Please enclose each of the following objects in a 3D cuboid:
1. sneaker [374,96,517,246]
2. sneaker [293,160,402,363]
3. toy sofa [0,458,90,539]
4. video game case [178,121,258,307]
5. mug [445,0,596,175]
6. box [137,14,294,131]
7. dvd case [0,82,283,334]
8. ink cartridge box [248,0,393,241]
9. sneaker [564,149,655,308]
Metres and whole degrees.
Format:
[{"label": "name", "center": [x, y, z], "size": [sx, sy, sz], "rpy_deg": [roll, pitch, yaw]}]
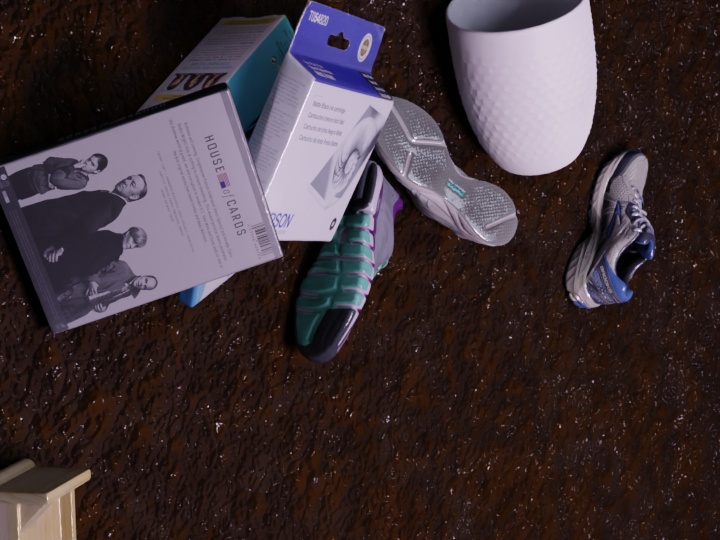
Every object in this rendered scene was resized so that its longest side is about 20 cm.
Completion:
[{"label": "sneaker", "center": [0.066, -0.092, 1.685], "size": [0.200, 0.080, 0.071], "rpy_deg": [45, 68, -20]}, {"label": "sneaker", "center": [0.000, 0.000, 1.611], "size": [0.087, 0.074, 0.202], "rpy_deg": [34, 67, -51]}, {"label": "toy sofa", "center": [-0.268, 0.256, 1.329], "size": [0.083, 0.096, 0.203], "rpy_deg": [-23, 113, -72]}, {"label": "video game case", "center": [-0.088, -0.071, 1.471], "size": [0.200, 0.018, 0.144], "rpy_deg": [-41, 152, -49]}, {"label": "mug", "center": [0.175, -0.210, 1.756], "size": [0.201, 0.146, 0.177], "rpy_deg": [-78, 159, -57]}, {"label": "box", "center": [-0.134, -0.137, 1.431], "size": [0.201, 0.082, 0.049], "rpy_deg": [-53, 129, -31]}, {"label": "dvd case", "center": [-0.176, -0.048, 1.340], "size": [0.198, 0.025, 0.152], "rpy_deg": [-19, 114, -3]}, {"label": "ink cartridge box", "center": [-0.034, -0.122, 1.457], "size": [0.202, 0.040, 0.199], "rpy_deg": [-67, 162, 10]}, {"label": "sneaker", "center": [0.310, -0.045, 1.957], "size": [0.077, 0.085, 0.202], "rpy_deg": [36, 66, -45]}]
